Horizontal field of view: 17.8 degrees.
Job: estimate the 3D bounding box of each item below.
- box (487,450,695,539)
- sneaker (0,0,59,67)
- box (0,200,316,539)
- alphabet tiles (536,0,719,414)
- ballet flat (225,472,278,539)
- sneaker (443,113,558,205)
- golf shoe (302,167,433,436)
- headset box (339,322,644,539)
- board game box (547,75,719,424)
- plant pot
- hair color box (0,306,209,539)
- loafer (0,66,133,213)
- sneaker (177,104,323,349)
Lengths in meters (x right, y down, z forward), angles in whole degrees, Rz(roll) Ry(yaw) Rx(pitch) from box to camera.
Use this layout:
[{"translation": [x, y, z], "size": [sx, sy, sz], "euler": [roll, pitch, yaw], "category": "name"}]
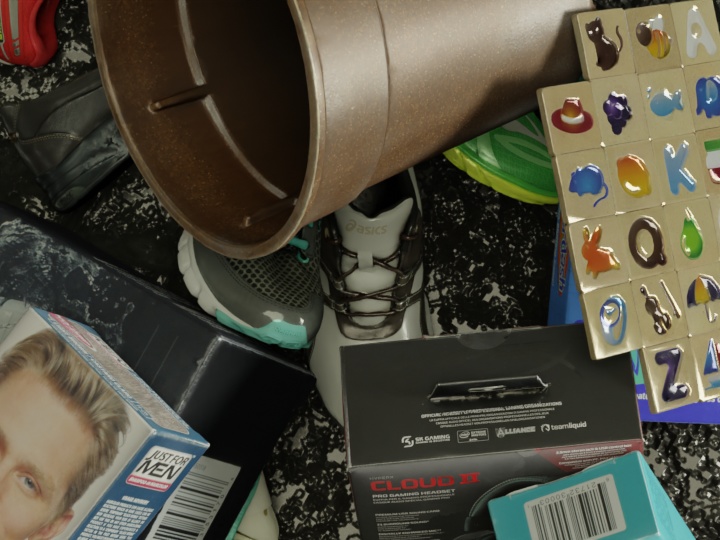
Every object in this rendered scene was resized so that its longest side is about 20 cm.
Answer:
[{"translation": [0.138, 0.166, 1.191], "size": [0.082, 0.200, 0.049], "euler": [-20, 55, 13], "category": "box"}, {"translation": [-0.162, -0.207, 1.309], "size": [0.085, 0.077, 0.200], "euler": [29, 104, 3], "category": "sneaker"}, {"translation": [-0.167, 0.088, 1.225], "size": [0.200, 0.117, 0.197], "euler": [28, 90, 28], "category": "box"}, {"translation": [0.161, -0.035, 1.157], "size": [0.166, 0.006, 0.201], "euler": [-12, 91, -38], "category": "alphabet tiles"}, {"translation": [-0.086, 0.158, 1.283], "size": [0.070, 0.067, 0.200], "euler": [23, 86, -19], "category": "ballet flat"}, {"translation": [0.061, -0.123, 1.282], "size": [0.084, 0.074, 0.200], "euler": [-37, 83, 25], "category": "sneaker"}, {"translation": [0.000, 0.000, 1.273], "size": [0.078, 0.094, 0.201], "euler": [-6, 86, 1], "category": "golf shoe"}, {"translation": [0.070, 0.103, 1.201], "size": [0.148, 0.200, 0.077], "euler": [-6, 57, 1], "category": "headset box"}, {"translation": [0.182, -0.018, 1.248], "size": [0.152, 0.045, 0.201], "euler": [2, 102, -8], "category": "board game box"}, {"translation": [-0.001, -0.130, 1.145], "size": [0.198, 0.200, 0.201], "euler": [-21, 83, -31], "category": "plant pot"}, {"translation": [-0.177, 0.128, 1.121], "size": [0.100, 0.061, 0.200], "euler": [41, 97, 26], "category": "hair color box"}, {"translation": [-0.115, -0.120, 1.290], "size": [0.200, 0.073, 0.072], "euler": [-40, 92, 4], "category": "loafer"}, {"translation": [-0.051, -0.044, 1.230], "size": [0.077, 0.200, 0.091], "euler": [15, 126, -26], "category": "sneaker"}]
